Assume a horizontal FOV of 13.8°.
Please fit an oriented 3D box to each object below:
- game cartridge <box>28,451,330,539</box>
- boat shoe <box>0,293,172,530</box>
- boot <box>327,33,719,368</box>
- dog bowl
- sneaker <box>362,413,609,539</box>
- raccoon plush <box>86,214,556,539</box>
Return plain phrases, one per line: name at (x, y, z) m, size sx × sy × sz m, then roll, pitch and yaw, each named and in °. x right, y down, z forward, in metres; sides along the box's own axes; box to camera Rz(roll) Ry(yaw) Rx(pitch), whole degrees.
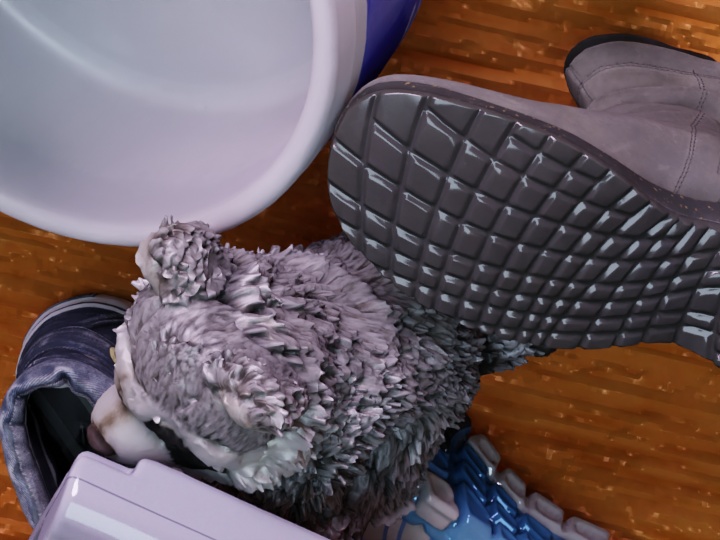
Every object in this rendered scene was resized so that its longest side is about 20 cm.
game cartridge at (-0.051, 0.125, 0.933) m, size 0.132 × 0.200 × 0.041 m, roll 21°, pitch 62°, yaw -7°
boat shoe at (-0.057, 0.105, 1.003) m, size 0.071 × 0.091 × 0.201 m, roll -33°, pitch 100°, yaw 12°
boot at (0.076, -0.032, 0.926) m, size 0.199 × 0.131 × 0.068 m, roll 18°, pitch 119°, yaw -17°
dog bowl at (-0.080, -0.110, 0.900) m, size 0.199 × 0.079 × 0.201 m, roll 17°, pitch 131°, yaw 20°
sneaker at (0.024, 0.102, 1.008) m, size 0.200 × 0.075 × 0.087 m, roll 41°, pitch 114°, yaw -3°
raccoon plush at (0.000, 0.000, 0.906) m, size 0.097 × 0.134 × 0.200 m, roll 38°, pitch 70°, yaw 16°
